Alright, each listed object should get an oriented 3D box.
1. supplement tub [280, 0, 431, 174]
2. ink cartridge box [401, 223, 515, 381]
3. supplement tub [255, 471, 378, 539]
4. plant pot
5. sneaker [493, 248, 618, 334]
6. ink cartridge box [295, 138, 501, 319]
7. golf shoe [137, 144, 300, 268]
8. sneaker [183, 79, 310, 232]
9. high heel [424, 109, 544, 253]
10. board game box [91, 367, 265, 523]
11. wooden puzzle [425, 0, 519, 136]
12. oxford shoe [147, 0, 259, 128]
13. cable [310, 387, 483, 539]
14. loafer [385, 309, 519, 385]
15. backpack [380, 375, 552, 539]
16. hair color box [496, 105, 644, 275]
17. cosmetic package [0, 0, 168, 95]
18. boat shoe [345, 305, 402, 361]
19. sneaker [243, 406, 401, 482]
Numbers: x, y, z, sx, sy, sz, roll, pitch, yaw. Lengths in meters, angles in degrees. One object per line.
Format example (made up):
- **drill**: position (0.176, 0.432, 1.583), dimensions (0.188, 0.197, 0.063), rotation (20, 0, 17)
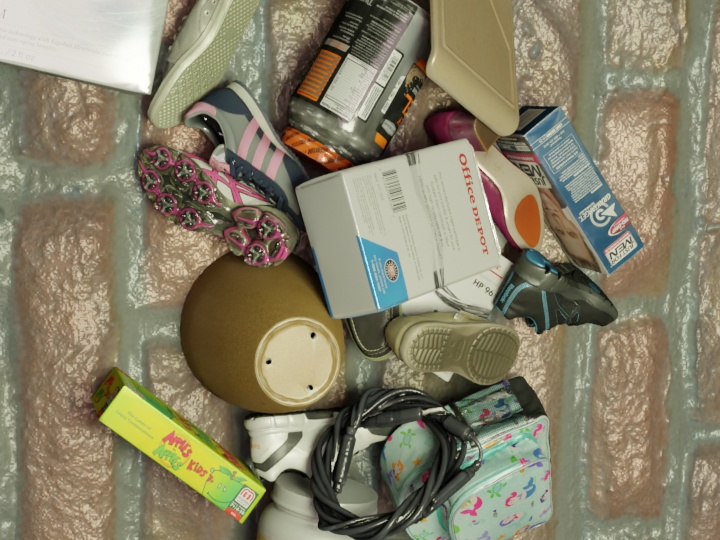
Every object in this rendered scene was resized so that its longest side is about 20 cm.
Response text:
- **supplement tub**: position (-0.001, -0.204, 1.465), dimensions (0.122, 0.122, 0.202), rotation (31, 89, -18)
- **ink cartridge box**: position (0.101, 0.011, 1.554), dimensions (0.115, 0.068, 0.202), rotation (32, 88, -18)
- **supplement tub**: position (-0.054, 0.346, 1.516), dimensions (0.143, 0.145, 0.203), rotation (7, 95, -17)
- **plant pot**: position (-0.089, 0.079, 1.440), dimensions (0.183, 0.200, 0.190), rotation (-2, 98, -17)
- **sneaker**: position (0.233, 0.035, 1.581), dimensions (0.199, 0.073, 0.082), rotation (22, 111, -43)
- **ink cartridge box**: position (0.044, -0.047, 1.413), dimensions (0.198, 0.085, 0.149), rotation (-18, 94, -43)
- **golf shoe**: position (-0.157, -0.075, 1.468), dimensions (0.199, 0.092, 0.073), rotation (34, 110, 1)
- **sneaker**: position (-0.117, -0.110, 1.435), dimensions (0.081, 0.070, 0.201), rotation (-28, 69, -23)
- **high heel**: position (0.148, -0.104, 1.559), dimensions (0.067, 0.096, 0.202), rotation (-39, 117, -28)
- **board game box**: position (-0.203, 0.193, 1.472), dimensions (0.199, 0.101, 0.048), rotation (39, 85, -18)
- **wooden puzzle**: position (0.120, -0.272, 1.464), dimensions (0.184, 0.037, 0.203), rotation (29, 58, -50)
- **oxford shoe**: position (-0.177, -0.248, 1.445), dimensions (0.057, 0.075, 0.202), rotation (33, 97, 23)
- **cable**: position (0.024, 0.209, 1.440), dimensions (0.199, 0.163, 0.051), rotation (-37, 149, -18)
- **loafer**: position (0.105, 0.078, 1.489), dimensions (0.198, 0.068, 0.077), rotation (14, 104, -46)
- **backpack**: position (0.127, 0.236, 1.544), dimensions (0.197, 0.152, 0.179), rotation (-16, 137, -6)
- **hair color box**: position (0.244, -0.096, 1.565), dimensions (0.060, 0.100, 0.201), rotation (-37, 106, -9)
- **cosmetic package**: position (-0.299, -0.301, 1.365), dimensions (0.196, 0.123, 0.203), rotation (10, 94, -18)
- **boat shoe**: position (0.001, -0.001, 1.490), dimensions (0.071, 0.066, 0.204), rotation (-10, 75, 16)
- **sneaker**: position (-0.041, 0.198, 1.522), dimensions (0.197, 0.073, 0.081), rotation (-2, 86, -26)
